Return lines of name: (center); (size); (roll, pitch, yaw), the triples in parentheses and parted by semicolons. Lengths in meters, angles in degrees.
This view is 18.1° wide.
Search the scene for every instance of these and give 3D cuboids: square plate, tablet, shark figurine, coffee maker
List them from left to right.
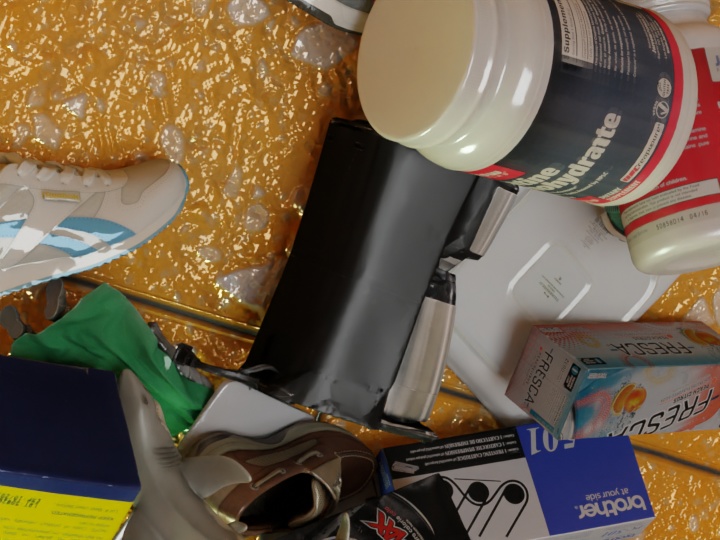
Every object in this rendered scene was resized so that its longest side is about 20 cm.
tablet: (-0.118, 0.173, 1.627); (0.200, 0.014, 0.130); (-56, 148, 2)
shark figurine: (-0.108, 0.179, 1.494); (0.089, 0.214, 0.128); (-28, 146, -47)
coffee maker: (0.000, 0.000, 1.563); (0.192, 0.135, 0.200); (17, 92, -51)
square plate: (0.138, 0.007, 1.710); (0.198, 0.028, 0.200); (-46, 122, -3)

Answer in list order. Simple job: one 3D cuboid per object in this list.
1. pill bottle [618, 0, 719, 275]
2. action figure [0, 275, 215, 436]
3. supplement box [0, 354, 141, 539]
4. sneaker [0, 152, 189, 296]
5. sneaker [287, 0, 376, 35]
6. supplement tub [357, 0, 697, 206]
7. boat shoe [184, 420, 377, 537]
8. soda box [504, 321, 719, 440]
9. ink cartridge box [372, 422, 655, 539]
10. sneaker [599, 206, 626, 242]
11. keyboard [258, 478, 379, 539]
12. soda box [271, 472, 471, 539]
pill bottle: (0.228, -0.105, 1.619); (0.112, 0.112, 0.201); (-7, 78, -23)
action figure: (-0.162, 0.070, 1.559); (0.118, 0.055, 0.200); (-27, 141, 21)
supplement box: (-0.240, 0.163, 1.498); (0.109, 0.110, 0.200); (12, 128, -29)
sneaker: (-0.207, -0.041, 1.496); (0.200, 0.076, 0.081); (-21, 110, -22)
sneaker: (0.027, -0.216, 1.533); (0.200, 0.084, 0.121); (15, 107, -38)
supplement tub: (0.112, -0.126, 1.504); (0.200, 0.140, 0.141); (11, 104, -36)
boat shoe: (-0.050, 0.158, 1.619); (0.200, 0.072, 0.076); (-4, 123, -51)
soda box: (0.208, 0.082, 1.719); (0.200, 0.068, 0.064); (0, 119, -41)
ink cartridge box: (0.115, 0.169, 1.715); (0.199, 0.094, 0.044); (-7, 155, -19)
sneaker: (0.269, -0.060, 1.710); (0.200, 0.080, 0.078); (-3, 90, -28)
keyboard: (0.018, 0.184, 1.713); (0.200, 0.056, 0.011); (-13, 157, -22)
soda box: (-0.023, 0.216, 1.602); (0.200, 0.063, 0.071); (-21, 159, -12)
